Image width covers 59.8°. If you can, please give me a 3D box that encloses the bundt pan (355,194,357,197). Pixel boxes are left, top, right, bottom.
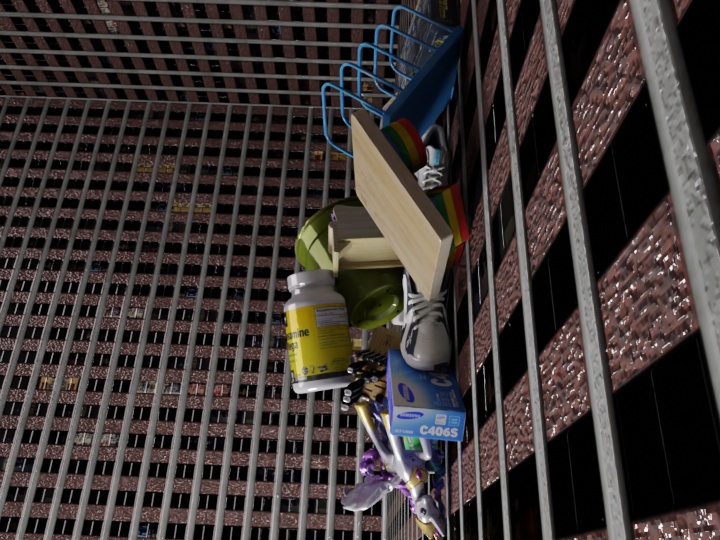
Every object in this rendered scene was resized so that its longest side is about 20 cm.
[{"bbox_3d":[0.072,-0.104,1.388,0.200,0.075,0.206,-1,-89,-48],"label":"bundt pan"}]

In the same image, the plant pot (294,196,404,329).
[{"bbox_3d":[0.000,0.000,1.198,0.202,0.197,0.194,91,154,-53],"label":"plant pot"}]

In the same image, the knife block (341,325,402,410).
[{"bbox_3d":[0.028,0.197,1.081,0.177,0.063,0.202,-60,-24,-32],"label":"knife block"}]

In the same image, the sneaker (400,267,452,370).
[{"bbox_3d":[0.096,0.046,0.928,0.200,0.078,0.132,-67,-27,-61],"label":"sneaker"}]

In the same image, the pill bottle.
[{"bbox_3d":[-0.075,0.106,1.094,0.113,0.110,0.204,90,172,-80],"label":"pill bottle"}]

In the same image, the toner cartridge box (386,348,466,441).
[{"bbox_3d":[0.085,0.166,0.870,0.200,0.093,0.044,-89,3,-77],"label":"toner cartridge box"}]

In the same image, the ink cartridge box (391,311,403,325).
[{"bbox_3d":[0.105,0.056,1.319,0.200,0.066,0.119,103,170,-85],"label":"ink cartridge box"}]

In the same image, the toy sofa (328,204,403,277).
[{"bbox_3d":[0.043,-0.053,1.087,0.083,0.196,0.099,95,171,-59],"label":"toy sofa"}]

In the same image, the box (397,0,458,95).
[{"bbox_3d":[0.110,-0.378,1.071,0.201,0.050,0.160,112,163,-52],"label":"box"}]

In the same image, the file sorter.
[{"bbox_3d":[0.046,-0.266,0.924,0.201,0.122,0.139,-53,-17,-24],"label":"file sorter"}]

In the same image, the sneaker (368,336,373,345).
[{"bbox_3d":[0.076,0.162,1.323,0.201,0.118,0.085,92,-179,-67],"label":"sneaker"}]

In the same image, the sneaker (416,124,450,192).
[{"bbox_3d":[0.110,-0.150,1.001,0.087,0.073,0.203,102,171,-58],"label":"sneaker"}]

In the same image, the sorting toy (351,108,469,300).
[{"bbox_3d":[0.070,-0.090,0.822,0.202,0.069,0.199,58,170,20],"label":"sorting toy"}]

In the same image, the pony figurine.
[{"bbox_3d":[0.055,0.290,0.936,0.192,0.164,0.203,-12,96,66],"label":"pony figurine"}]

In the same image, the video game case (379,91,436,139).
[{"bbox_3d":[0.088,-0.290,1.208,0.200,0.023,0.185,-35,42,56],"label":"video game case"}]

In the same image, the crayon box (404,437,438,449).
[{"bbox_3d":[0.102,0.232,1.067,0.120,0.057,0.203,-88,0,-56],"label":"crayon box"}]
